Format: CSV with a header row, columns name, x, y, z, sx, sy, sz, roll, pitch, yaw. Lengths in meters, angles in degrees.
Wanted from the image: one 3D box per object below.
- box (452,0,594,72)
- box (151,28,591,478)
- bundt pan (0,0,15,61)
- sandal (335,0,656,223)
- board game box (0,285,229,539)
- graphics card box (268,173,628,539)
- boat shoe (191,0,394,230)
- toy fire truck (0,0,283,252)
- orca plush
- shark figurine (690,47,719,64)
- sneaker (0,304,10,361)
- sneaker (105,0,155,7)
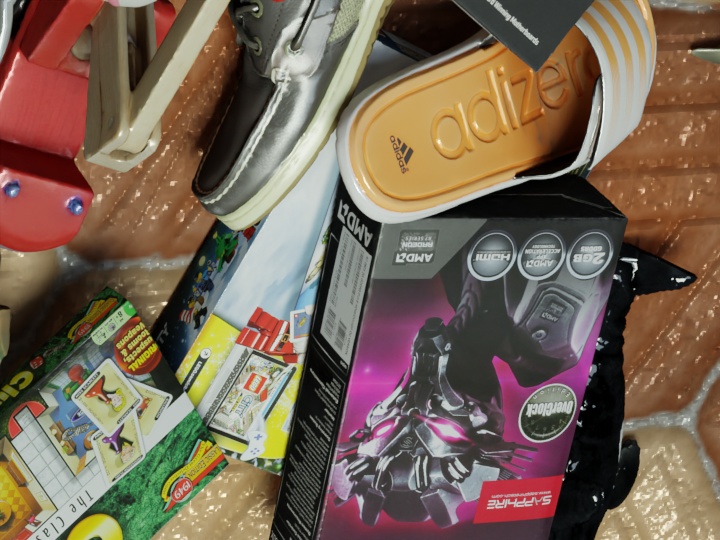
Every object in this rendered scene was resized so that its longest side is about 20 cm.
name,x,y,z,sx,sy,sz,roll,pitch,yaw
box,0.052,-0.194,1.024,0.158,0.050,0.200,-49,132,4
box,0.000,0.000,1.194,0.136,0.038,0.201,24,104,-34
bundt pan,-0.209,-0.124,0.874,0.201,0.076,0.203,-10,115,-21
sandal,0.077,-0.071,1.129,0.206,0.059,0.080,-31,106,-41
board game box,-0.150,0.110,1.113,0.200,0.023,0.105,-44,131,-18
graphics card box,0.036,0.055,1.188,0.125,0.051,0.201,0,115,-26
boat shoe,-0.025,-0.114,1.107,0.065,0.073,0.201,25,97,-25
toy fire truck,-0.096,-0.085,1.038,0.049,0.141,0.201,15,109,-31
orca plush,0.112,0.090,1.277,0.105,0.071,0.201,20,106,-32
shark figurine,0.217,-0.146,1.184,0.127,0.215,0.090,4,76,3
sneaker,-0.200,0.060,1.041,0.067,0.200,0.090,5,95,18
sneaker,-0.141,-0.172,0.959,0.104,0.201,0.075,-18,162,-7
